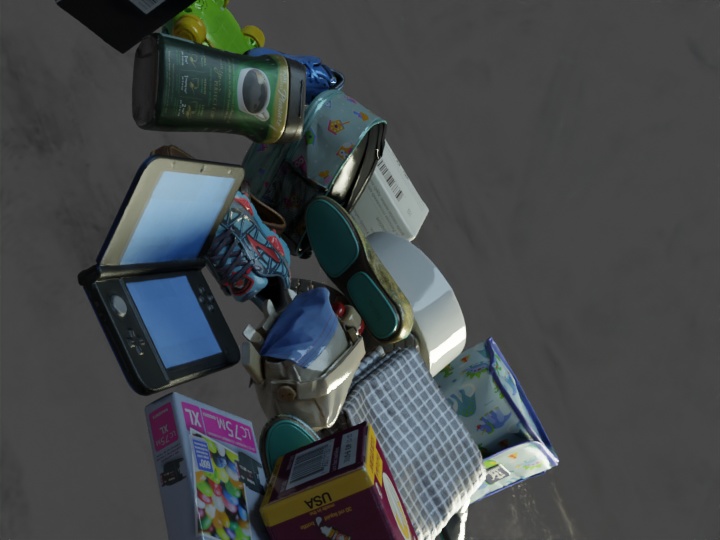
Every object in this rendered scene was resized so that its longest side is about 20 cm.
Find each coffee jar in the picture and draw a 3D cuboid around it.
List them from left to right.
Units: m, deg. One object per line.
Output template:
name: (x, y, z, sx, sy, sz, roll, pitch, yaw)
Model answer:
coffee jar: (-0.155, -0.202, 1.074, 0.198, 0.085, 0.106, 3, 92, -34)

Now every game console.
game console: (-0.153, 0.001, 0.871, 0.172, 0.117, 0.200, 62, 18, 6)

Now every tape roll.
tape roll: (0.045, 0.053, 1.244, 0.202, 0.071, 0.204, 39, -31, 29)

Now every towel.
towel: (0.041, 0.198, 1.055, 0.165, 0.085, 0.202, -35, 97, -41)

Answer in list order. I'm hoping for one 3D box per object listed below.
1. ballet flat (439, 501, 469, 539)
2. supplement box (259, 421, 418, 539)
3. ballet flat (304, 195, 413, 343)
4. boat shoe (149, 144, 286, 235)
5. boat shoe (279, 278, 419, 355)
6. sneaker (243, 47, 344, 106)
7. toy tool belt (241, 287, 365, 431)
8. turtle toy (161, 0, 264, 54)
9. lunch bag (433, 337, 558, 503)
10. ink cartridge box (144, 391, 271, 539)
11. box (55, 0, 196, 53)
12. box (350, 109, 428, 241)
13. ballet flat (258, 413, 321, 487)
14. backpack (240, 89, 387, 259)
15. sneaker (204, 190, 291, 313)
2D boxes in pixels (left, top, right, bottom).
ballet flat: (0.104, 0.282, 1.249, 0.202, 0.073, 0.073, 61, 17, -3)
supplement box: (-0.002, 0.261, 0.849, 0.131, 0.102, 0.202, -83, 151, -81)
ballet flat: (0.000, 0.000, 1.128, 0.201, 0.070, 0.071, 57, 15, 18)
boat shoe: (-0.159, -0.086, 1.074, 0.200, 0.067, 0.073, 42, 25, -47)
boat shoe: (-0.025, 0.076, 1.160, 0.198, 0.075, 0.073, 30, -17, -10)
sneaker: (-0.083, -0.257, 1.222, 0.200, 0.078, 0.067, -5, 83, -67)
toy tool belt: (-0.061, 0.072, 1.003, 0.123, 0.124, 0.201, 54, 32, -22)
turtle toy: (-0.189, -0.267, 1.209, 0.201, 0.100, 0.147, 54, 32, -28)
lunch bag: (0.162, 0.230, 1.331, 0.201, 0.169, 0.128, 57, 17, -18)
ink cartridge box: (-0.115, 0.210, 0.790, 0.119, 0.042, 0.202, 36, 32, -54)
box: (-0.251, -0.395, 1.073, 0.117, 0.195, 0.202, 34, 31, -56)
box: (-0.004, -0.124, 1.472, 0.200, 0.130, 0.200, 58, 17, -8)
ballet flat: (-0.042, 0.230, 0.946, 0.202, 0.074, 0.074, 61, 17, -6)
backpack: (-0.059, -0.139, 1.223, 0.153, 0.201, 0.176, 40, 16, 6)
sneaker: (-0.130, -0.017, 1.032, 0.200, 0.079, 0.096, 40, 29, -50)
